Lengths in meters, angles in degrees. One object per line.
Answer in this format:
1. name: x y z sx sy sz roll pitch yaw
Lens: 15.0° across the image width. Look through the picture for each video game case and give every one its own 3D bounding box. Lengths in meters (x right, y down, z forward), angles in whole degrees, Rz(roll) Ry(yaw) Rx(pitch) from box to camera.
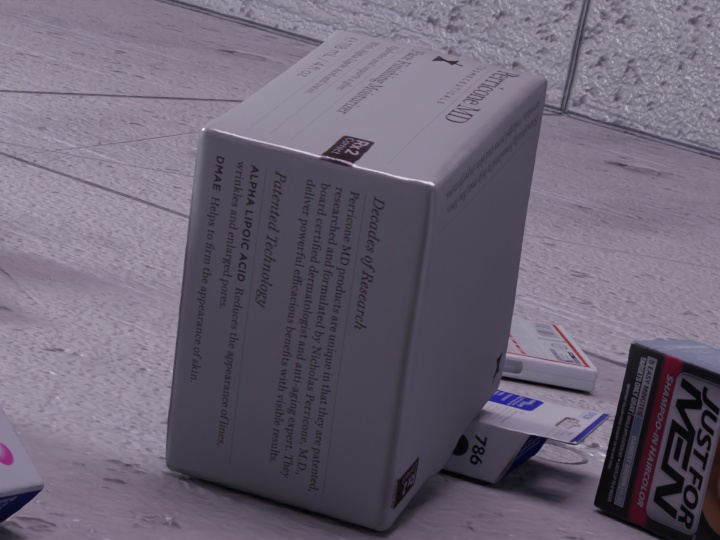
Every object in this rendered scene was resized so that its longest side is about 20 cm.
1. video game case: 0.056 0.044 1.900 0.199 0.018 0.143 11 10 -8

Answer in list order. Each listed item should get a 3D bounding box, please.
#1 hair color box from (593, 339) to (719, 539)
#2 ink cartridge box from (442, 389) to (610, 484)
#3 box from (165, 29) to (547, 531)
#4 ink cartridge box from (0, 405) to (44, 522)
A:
1. hair color box: 0.228 0.112 1.484 0.200 0.099 0.060 21 13 41
2. ink cartridge box: 0.039 0.085 1.597 0.199 0.039 0.099 13 10 16
3. box: 0.000 0.000 1.457 0.130 0.201 0.199 15 24 16
4. ink cartridge box: -0.253 0.033 1.212 0.200 0.043 0.196 59 27 13
